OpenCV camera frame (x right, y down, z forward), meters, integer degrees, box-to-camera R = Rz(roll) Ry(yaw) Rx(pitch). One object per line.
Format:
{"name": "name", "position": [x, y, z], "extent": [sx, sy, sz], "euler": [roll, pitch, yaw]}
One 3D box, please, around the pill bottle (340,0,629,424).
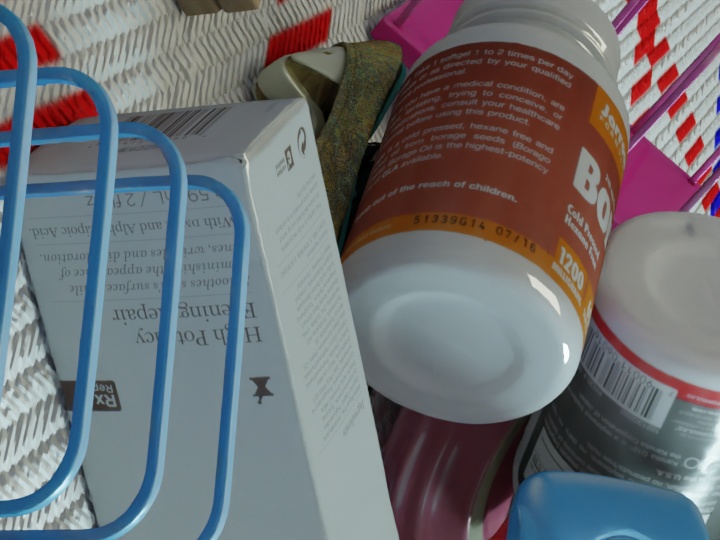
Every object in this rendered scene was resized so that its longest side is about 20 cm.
{"name": "pill bottle", "position": [0.061, -0.039, 0.928], "extent": [0.112, 0.112, 0.200], "euler": [68, 30, -41]}

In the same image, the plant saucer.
{"name": "plant saucer", "position": [0.088, 0.088, 1.102], "extent": [0.200, 0.051, 0.201], "euler": [-37, 145, -32]}

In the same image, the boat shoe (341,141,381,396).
{"name": "boat shoe", "position": [0.000, 0.000, 0.976], "extent": [0.076, 0.060, 0.200], "euler": [45, 36, -28]}

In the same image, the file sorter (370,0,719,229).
{"name": "file sorter", "position": [0.136, -0.127, 1.146], "extent": [0.200, 0.125, 0.139], "euler": [41, 26, 2]}

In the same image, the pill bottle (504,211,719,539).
{"name": "pill bottle", "position": [0.140, 0.080, 0.995], "extent": [0.114, 0.114, 0.200], "euler": [-68, 176, -49]}

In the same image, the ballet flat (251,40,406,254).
{"name": "ballet flat", "position": [-0.027, -0.061, 0.945], "extent": [0.200, 0.070, 0.071], "euler": [-71, 151, -48]}

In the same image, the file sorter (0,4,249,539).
{"name": "file sorter", "position": [-0.126, 0.005, 0.574], "extent": [0.200, 0.122, 0.139], "euler": [39, 51, -63]}

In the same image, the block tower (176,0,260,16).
{"name": "block tower", "position": [-0.045, -0.209, 0.916], "extent": [0.058, 0.054, 0.201], "euler": [59, 35, -53]}

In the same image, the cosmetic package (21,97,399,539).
{"name": "cosmetic package", "position": [-0.057, 0.040, 0.789], "extent": [0.074, 0.101, 0.201], "euler": [-52, 134, -60]}

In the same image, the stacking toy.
{"name": "stacking toy", "position": [0.066, 0.169, 0.963], "extent": [0.109, 0.200, 0.116], "euler": [11, 70, -28]}
